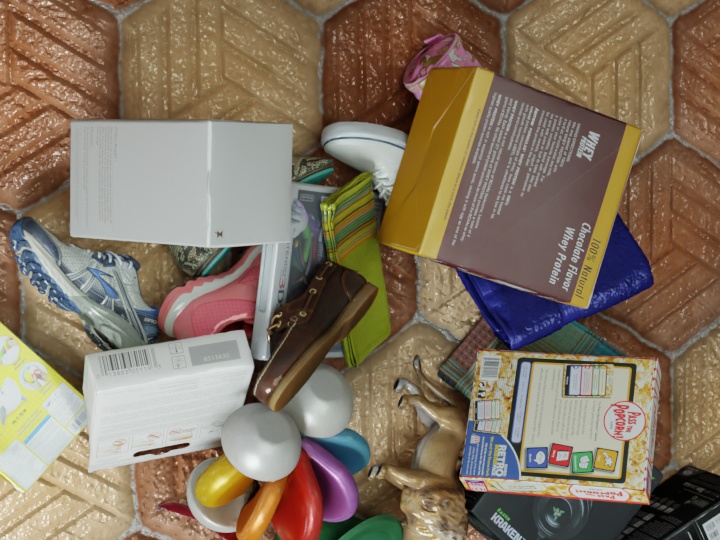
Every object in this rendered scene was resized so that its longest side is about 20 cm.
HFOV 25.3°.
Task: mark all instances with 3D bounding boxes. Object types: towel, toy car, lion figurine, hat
[{"bbox_3d":[0.215,-0.004,1.811,0.199,0.050,0.148,-23,70,-16],"label":"towel"},{"bbox_3d":[-0.070,0.205,1.646,0.150,0.175,0.200,45,49,10],"label":"toy car"},{"bbox_3d":[0.000,0.000,1.712,0.086,0.018,0.201,-38,130,-44],"label":"towel"},{"bbox_3d":[0.081,0.203,1.759,0.122,0.072,0.201,22,70,-10],"label":"lion figurine"},{"bbox_3d":[0.203,0.116,1.785,0.147,0.200,0.022,-50,154,-11],"label":"towel"},{"bbox_3d":[-0.074,0.280,1.762,0.166,0.176,0.200,-48,151,-4],"label":"hat"}]

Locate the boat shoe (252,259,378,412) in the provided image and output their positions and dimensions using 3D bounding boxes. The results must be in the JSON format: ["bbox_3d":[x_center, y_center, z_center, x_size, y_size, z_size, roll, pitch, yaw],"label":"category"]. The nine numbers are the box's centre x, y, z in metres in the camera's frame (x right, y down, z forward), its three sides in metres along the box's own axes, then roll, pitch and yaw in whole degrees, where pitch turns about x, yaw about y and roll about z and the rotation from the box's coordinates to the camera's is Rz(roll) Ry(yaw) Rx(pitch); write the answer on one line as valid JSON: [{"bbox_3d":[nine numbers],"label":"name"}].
[{"bbox_3d":[-0.058,0.062,1.600,0.070,0.071,0.200,34,43,7],"label":"boat shoe"}]

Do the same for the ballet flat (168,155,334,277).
[{"bbox_3d":[-0.122,-0.077,1.694,0.200,0.068,0.075,-40,87,-12],"label":"ballet flat"}]

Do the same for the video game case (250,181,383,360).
[{"bbox_3d":[-0.042,0.002,1.690,0.200,0.023,0.183,3,95,-59],"label":"video game case"}]

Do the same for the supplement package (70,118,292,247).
[{"bbox_3d":[-0.177,-0.088,1.578,0.120,0.199,0.122,-4,97,-50],"label":"supplement package"}]

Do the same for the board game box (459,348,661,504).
[{"bbox_3d":[0.216,0.165,1.719,0.199,0.046,0.152,3,65,18],"label":"board game box"}]

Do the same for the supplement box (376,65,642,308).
[{"bbox_3d":[0.154,-0.087,1.674,0.199,0.133,0.198,17,90,-20],"label":"supplement box"}]

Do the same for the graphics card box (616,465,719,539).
[{"bbox_3d":[0.349,0.307,1.874,0.200,0.125,0.051,-32,103,-16],"label":"graphics card box"}]

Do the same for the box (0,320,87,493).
[{"bbox_3d":[-0.377,0.117,1.616,0.117,0.048,0.200,-48,111,-11],"label":"box"}]

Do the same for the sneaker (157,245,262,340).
[{"bbox_3d":[-0.110,0.032,1.672,0.200,0.087,0.074,-32,148,-25],"label":"sneaker"}]

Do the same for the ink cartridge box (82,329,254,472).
[{"bbox_3d":[-0.200,0.134,1.630,0.160,0.200,0.050,-9,65,-17],"label":"ink cartridge box"}]

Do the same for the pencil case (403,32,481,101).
[{"bbox_3d":[0.136,-0.172,1.773,0.083,0.087,0.200,-45,110,7],"label":"pencil case"}]

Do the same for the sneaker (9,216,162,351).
[{"bbox_3d":[-0.275,0.008,1.641,0.200,0.077,0.085,49,67,-25],"label":"sneaker"}]

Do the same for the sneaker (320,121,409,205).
[{"bbox_3d":[0.043,-0.099,1.733,0.199,0.073,0.071,22,61,-27],"label":"sneaker"}]

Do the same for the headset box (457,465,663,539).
[{"bbox_3d":[0.224,0.242,1.837,0.174,0.093,0.200,45,78,-19],"label":"headset box"}]
